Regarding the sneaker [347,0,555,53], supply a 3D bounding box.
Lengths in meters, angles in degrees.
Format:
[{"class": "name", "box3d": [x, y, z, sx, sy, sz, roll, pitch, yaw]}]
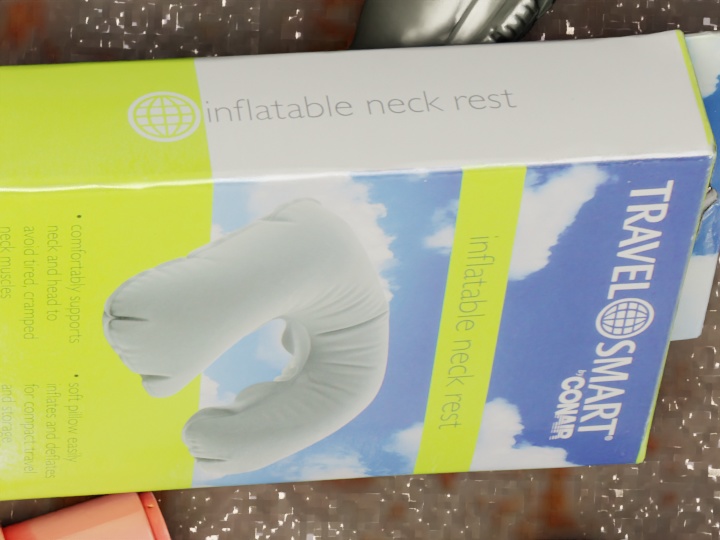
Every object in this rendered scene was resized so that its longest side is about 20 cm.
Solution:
[{"class": "sneaker", "box3d": [0.035, -0.133, 0.744, 0.091, 0.076, 0.200, 26, 85, -1]}]

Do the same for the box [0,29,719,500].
[{"class": "box", "box3d": [0.000, 0.000, 0.725, 0.199, 0.048, 0.122, -3, 139, -9]}]

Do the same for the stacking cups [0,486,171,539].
[{"class": "stacking cups", "box3d": [-0.142, 0.100, 0.741, 0.199, 0.061, 0.061, -21, 99, -8]}]
